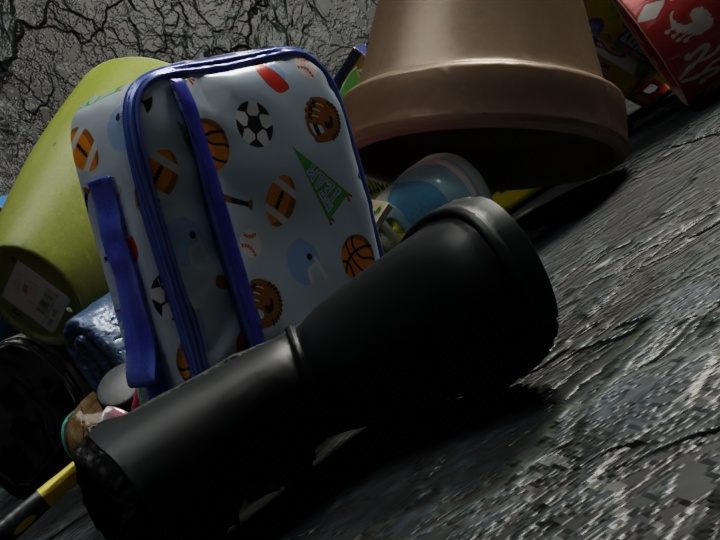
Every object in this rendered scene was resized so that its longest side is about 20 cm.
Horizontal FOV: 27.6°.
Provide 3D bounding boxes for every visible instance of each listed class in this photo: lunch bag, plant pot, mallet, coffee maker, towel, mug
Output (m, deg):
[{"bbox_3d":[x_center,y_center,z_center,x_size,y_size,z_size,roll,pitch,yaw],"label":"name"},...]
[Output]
[{"bbox_3d":[-0.061,-0.007,0.746,0.075,0.201,0.160,-14,3,42],"label":"lunch bag"},{"bbox_3d":[0.085,-0.158,1.009,0.199,0.176,0.200,1,-9,0],"label":"plant pot"},{"bbox_3d":[-0.205,0.137,0.954,0.200,0.066,0.041,-36,41,-18],"label":"mallet"},{"bbox_3d":[-0.243,0.105,1.243,0.200,0.134,0.193,-39,-32,-57],"label":"coffee maker"},{"bbox_3d":[-0.118,0.038,1.092,0.200,0.112,0.049,-35,-5,-42],"label":"towel"},{"bbox_3d":[-0.202,-0.039,1.156,0.187,0.187,0.200,-27,19,41],"label":"plant pot"},{"bbox_3d":[0.305,-0.208,1.090,0.200,0.178,0.134,-35,41,9],"label":"mug"}]

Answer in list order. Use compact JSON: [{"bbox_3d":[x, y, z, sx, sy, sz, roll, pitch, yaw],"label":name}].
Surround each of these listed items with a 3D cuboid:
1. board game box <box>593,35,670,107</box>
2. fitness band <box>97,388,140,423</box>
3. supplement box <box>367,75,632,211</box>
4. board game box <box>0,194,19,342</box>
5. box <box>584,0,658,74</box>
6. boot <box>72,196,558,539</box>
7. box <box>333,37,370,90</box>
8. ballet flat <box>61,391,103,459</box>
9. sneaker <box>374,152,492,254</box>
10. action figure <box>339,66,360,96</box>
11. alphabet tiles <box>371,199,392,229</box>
[{"bbox_3d":[0.183,-0.211,1.277,0.095,0.200,0.030,-36,-21,-55],"label":"board game box"},{"bbox_3d":[-0.111,0.048,0.861,0.200,0.037,0.144,112,178,-71],"label":"fitness band"},{"bbox_3d":[0.098,-0.104,1.188,0.200,0.110,0.109,-33,5,-14],"label":"supplement box"},{"bbox_3d":[-0.293,0.027,1.298,0.152,0.045,0.201,-25,-46,-67],"label":"board game box"},{"bbox_3d":[0.230,-0.283,1.163,0.200,0.122,0.193,20,-62,-44],"label":"box"},{"bbox_3d":[-0.026,0.056,0.599,0.168,0.077,0.200,-30,-3,-27],"label":"boot"},{"bbox_3d":[0.010,-0.109,1.289,0.200,0.121,0.032,-55,-10,22],"label":"box"},{"bbox_3d":[-0.148,0.089,1.129,0.072,0.068,0.200,-5,19,29],"label":"ballet flat"},{"bbox_3d":[0.000,0.000,0.985,0.130,0.080,0.200,-33,-4,-35],"label":"sneaker"},{"bbox_3d":[-0.047,-0.052,1.121,0.118,0.054,0.201,106,178,-50],"label":"action figure"},{"bbox_3d":[-0.054,0.021,0.940,0.167,0.006,0.200,-58,26,-8],"label":"alphabet tiles"}]
